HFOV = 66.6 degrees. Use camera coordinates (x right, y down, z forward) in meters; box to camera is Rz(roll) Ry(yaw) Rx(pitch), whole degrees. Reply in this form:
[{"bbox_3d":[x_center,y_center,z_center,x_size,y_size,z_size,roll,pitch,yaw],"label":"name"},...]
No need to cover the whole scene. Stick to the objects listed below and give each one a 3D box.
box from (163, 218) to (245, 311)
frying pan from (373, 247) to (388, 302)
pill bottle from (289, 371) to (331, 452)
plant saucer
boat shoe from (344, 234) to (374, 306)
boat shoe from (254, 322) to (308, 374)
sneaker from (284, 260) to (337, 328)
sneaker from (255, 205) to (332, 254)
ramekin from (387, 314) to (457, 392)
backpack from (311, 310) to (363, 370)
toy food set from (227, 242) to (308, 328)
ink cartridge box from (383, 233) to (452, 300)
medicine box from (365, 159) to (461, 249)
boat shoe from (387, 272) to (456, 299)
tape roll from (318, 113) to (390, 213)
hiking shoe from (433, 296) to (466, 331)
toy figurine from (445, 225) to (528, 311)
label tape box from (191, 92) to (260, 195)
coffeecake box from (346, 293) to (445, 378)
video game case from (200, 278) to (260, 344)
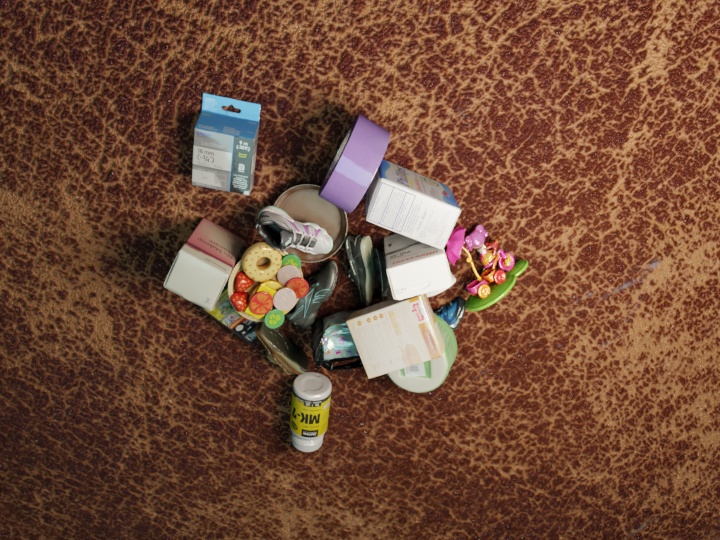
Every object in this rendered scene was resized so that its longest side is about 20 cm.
[{"bbox_3d":[-0.373,-0.020,1.330,0.126,0.201,0.110,28,113,-13],"label":"box"},{"bbox_3d":[0.057,0.039,1.378,0.030,0.115,0.196,-9,80,-4],"label":"frying pan"},{"bbox_3d":[-0.145,0.406,1.566,0.110,0.115,0.206,6,114,-2],"label":"pill bottle"},{"bbox_3d":[-0.128,-0.121,1.375,0.193,0.035,0.206,1,114,1],"label":"plant saucer"},{"bbox_3d":[0.000,0.000,1.412,0.066,0.072,0.205,3,124,18],"label":"boat shoe"},{"bbox_3d":[-0.224,0.224,1.500,0.073,0.077,0.201,-27,120,23],"label":"boat shoe"},{"bbox_3d":[-0.127,0.059,1.419,0.078,0.076,0.203,25,104,-24],"label":"sneaker"},{"bbox_3d":[-0.161,-0.072,1.301,0.195,0.141,0.079,21,113,-9],"label":"sneaker"},{"bbox_3d":[0.149,0.216,1.424,0.194,0.098,0.206,7,114,15],"label":"ramekin"},{"bbox_3d":[-0.032,0.174,1.444,0.193,0.167,0.131,-5,110,-4],"label":"backpack"},{"bbox_3d":[-0.226,0.038,1.343,0.195,0.049,0.203,28,99,-31],"label":"toy food set"},{"bbox_3d":[0.135,-0.026,1.323,0.142,0.201,0.085,-15,114,7],"label":"ink cartridge box"},{"bbox_3d":[0.114,-0.159,1.275,0.195,0.183,0.105,20,113,-9],"label":"medicine box"},{"bbox_3d":[0.147,0.029,1.399,0.197,0.074,0.066,-9,108,34],"label":"boat shoe"},{"bbox_3d":[-0.016,-0.239,1.231,0.083,0.201,0.203,27,112,-12],"label":"tape roll"},{"bbox_3d":[0.199,0.139,1.465,0.086,0.075,0.201,36,110,-16],"label":"hiking shoe"},{"bbox_3d":[0.299,-0.035,1.372,0.198,0.150,0.186,-38,101,-7],"label":"toy figurine"},{"bbox_3d":[-0.316,-0.293,1.283,0.140,0.064,0.205,9,114,-4],"label":"label tape box"},{"bbox_3d":[0.086,0.152,1.322,0.195,0.073,0.157,-20,99,19],"label":"coffeecake box"},{"bbox_3d":[-0.290,0.087,1.452,0.199,0.026,0.180,-38,123,16],"label":"video game case"}]
